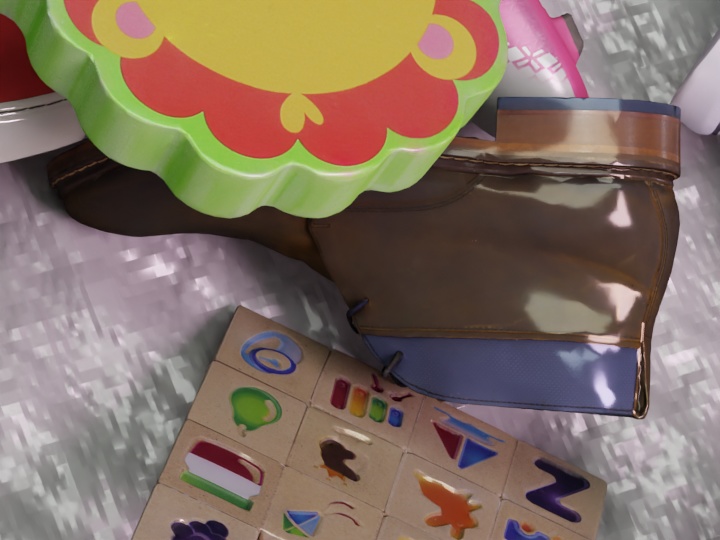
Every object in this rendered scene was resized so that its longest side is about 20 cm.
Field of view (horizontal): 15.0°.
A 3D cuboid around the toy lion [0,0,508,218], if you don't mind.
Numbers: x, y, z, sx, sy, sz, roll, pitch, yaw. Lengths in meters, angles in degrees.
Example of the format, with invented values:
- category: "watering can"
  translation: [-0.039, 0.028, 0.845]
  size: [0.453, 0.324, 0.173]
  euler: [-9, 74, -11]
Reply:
- category: "toy lion"
  translation: [-0.054, -0.109, 0.787]
  size: [0.199, 0.069, 0.192]
  euler: [9, 63, -18]

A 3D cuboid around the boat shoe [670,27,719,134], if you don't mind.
- category: "boat shoe"
  translation: [0.187, -0.098, 0.951]
  size: [0.068, 0.072, 0.200]
  euler: [44, 56, 9]

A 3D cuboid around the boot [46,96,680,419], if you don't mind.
- category: "boot"
  translation: [0.000, 0.000, 0.840]
  size: [0.199, 0.075, 0.097]
  euler: [-3, 85, 11]

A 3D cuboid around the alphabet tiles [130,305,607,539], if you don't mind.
- category: "alphabet tiles"
  translation: [0.033, 0.098, 0.807]
  size: [0.199, 0.008, 0.167]
  euler: [26, 33, -3]

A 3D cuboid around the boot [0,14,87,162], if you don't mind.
- category: "boot"
  translation: [-0.156, -0.109, 0.813]
  size: [0.199, 0.145, 0.072]
  euler: [1, 28, -15]

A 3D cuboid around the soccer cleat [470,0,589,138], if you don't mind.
- category: "soccer cleat"
  translation: [-0.007, -0.104, 0.903]
  size: [0.086, 0.070, 0.200]
  euler: [-32, 72, -17]
